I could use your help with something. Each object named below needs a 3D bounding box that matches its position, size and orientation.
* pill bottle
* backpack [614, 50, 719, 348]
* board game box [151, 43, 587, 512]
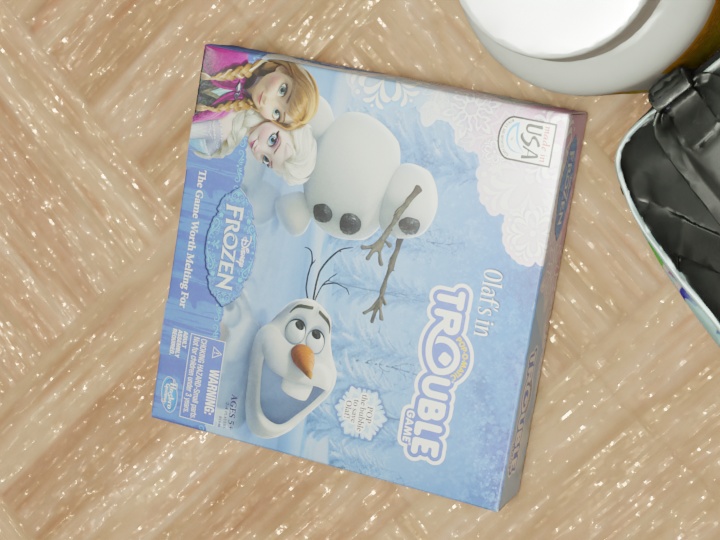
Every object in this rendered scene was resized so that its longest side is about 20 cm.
[{"bbox_3d":[0.104,-0.131,0.698,0.112,0.200,0.114,3,98,20],"label":"pill bottle"},{"bbox_3d":[0.227,-0.016,0.692,0.177,0.150,0.201,-36,76,23],"label":"backpack"},{"bbox_3d":[0.000,0.000,0.838,0.197,0.043,0.202,12,101,18],"label":"board game box"}]
